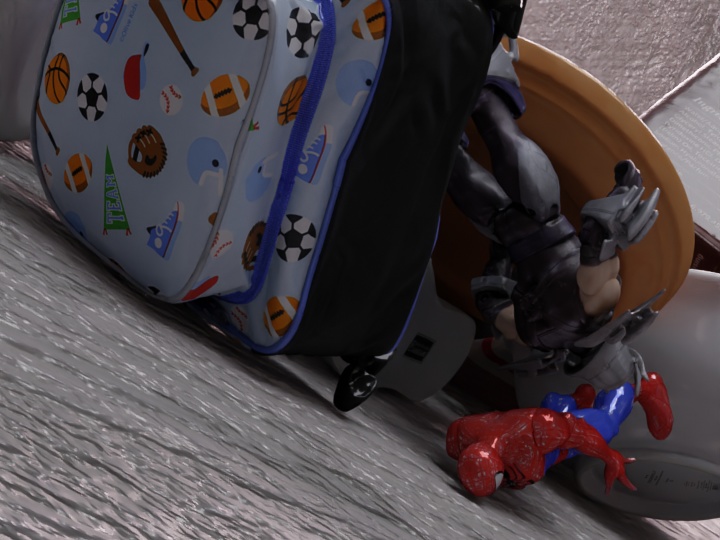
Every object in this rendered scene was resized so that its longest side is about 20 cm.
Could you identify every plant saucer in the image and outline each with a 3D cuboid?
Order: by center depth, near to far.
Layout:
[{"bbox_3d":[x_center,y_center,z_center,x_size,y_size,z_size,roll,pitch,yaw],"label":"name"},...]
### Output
[{"bbox_3d":[0.070,-0.035,1.143,0.199,0.038,0.201,23,-35,18],"label":"plant saucer"}]

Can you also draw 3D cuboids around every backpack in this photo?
[{"bbox_3d":[-0.054,-0.069,0.973,0.153,0.201,0.190,11,14,-42],"label":"backpack"}]

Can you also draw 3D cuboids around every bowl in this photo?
[{"bbox_3d":[0.170,0.080,1.264,0.199,0.091,0.201,9,-23,4],"label":"bowl"}]

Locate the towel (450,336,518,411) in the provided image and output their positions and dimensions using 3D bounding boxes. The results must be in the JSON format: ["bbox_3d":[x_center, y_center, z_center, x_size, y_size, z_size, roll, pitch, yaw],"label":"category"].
[{"bbox_3d":[0.155,0.060,1.363,0.199,0.023,0.144,-13,-32,41],"label":"towel"}]

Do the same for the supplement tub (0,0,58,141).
[{"bbox_3d":[-0.209,-0.171,1.110,0.199,0.145,0.145,34,4,10],"label":"supplement tub"}]

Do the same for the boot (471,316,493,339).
[{"bbox_3d":[0.096,0.018,1.397,0.138,0.078,0.199,36,-23,-25],"label":"boot"}]

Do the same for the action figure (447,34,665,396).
[{"bbox_3d":[0.075,-0.028,1.038,0.069,0.130,0.201,-34,93,-43],"label":"action figure"}]

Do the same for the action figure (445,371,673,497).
[{"bbox_3d":[0.090,0.080,1.064,0.065,0.052,0.200,-6,-2,27],"label":"action figure"}]

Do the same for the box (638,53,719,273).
[{"bbox_3d":[0.235,-0.014,1.472,0.164,0.167,0.200,39,47,16],"label":"box"}]

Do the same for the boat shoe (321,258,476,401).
[{"bbox_3d":[0.001,0.017,1.130,0.063,0.071,0.200,35,-4,20],"label":"boat shoe"}]
